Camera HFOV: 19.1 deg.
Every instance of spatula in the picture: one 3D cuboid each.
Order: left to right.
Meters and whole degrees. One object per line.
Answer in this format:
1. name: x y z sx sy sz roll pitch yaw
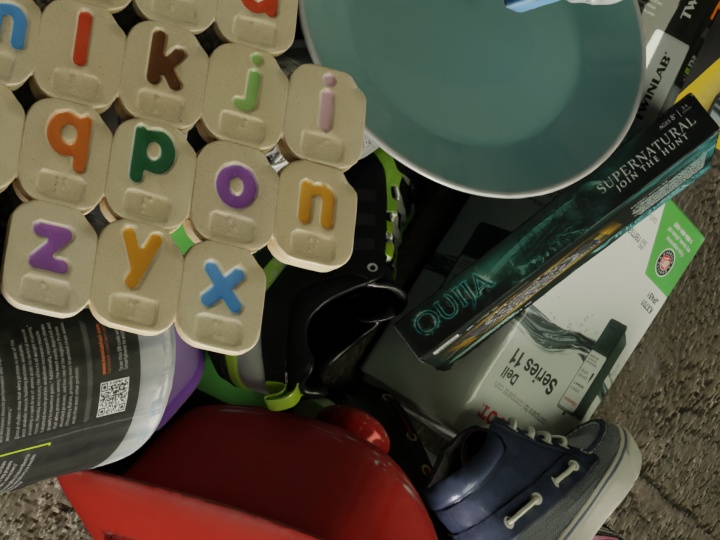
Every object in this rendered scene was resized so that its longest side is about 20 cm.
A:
1. spatula: -0.123 -0.002 1.070 0.057 0.021 0.200 -48 142 -28

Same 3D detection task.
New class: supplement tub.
1. supplement tub: -0.190 0.044 0.941 0.200 0.122 0.123 -12 122 -48
2. supplement tub: 0.152 -0.179 1.211 0.122 0.122 0.200 17 100 -54

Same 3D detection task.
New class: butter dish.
1. butter dish: -0.032 0.138 1.160 0.148 0.199 0.200 -58 145 -29

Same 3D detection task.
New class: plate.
1. plate: 0.056 -0.128 1.111 0.200 0.200 0.026 -37 179 -30

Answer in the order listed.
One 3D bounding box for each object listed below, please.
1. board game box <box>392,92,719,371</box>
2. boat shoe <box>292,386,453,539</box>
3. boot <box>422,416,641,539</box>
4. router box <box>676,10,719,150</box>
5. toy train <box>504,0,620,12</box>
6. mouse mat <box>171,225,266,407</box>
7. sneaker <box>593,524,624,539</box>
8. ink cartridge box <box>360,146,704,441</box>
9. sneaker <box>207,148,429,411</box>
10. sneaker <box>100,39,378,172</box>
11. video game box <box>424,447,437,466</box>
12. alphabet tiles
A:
1. board game box: 0.110 -0.016 1.182 0.200 0.028 0.135 -37 171 2
2. boat shoe: 0.032 0.156 1.239 0.063 0.202 0.074 -13 156 -40
3. boot: 0.103 0.115 1.256 0.090 0.073 0.200 57 28 -8
4. router box: 0.272 -0.133 1.289 0.052 0.157 0.200 -68 -172 -30
5. toy train: 0.106 -0.227 1.100 0.114 0.087 0.201 15 69 -42
6. mouse mat: -0.065 -0.009 1.159 0.161 0.008 0.200 -60 145 -2
7. sneaker: 0.092 0.200 1.296 0.200 0.086 0.081 -30 128 -30
8. ink cartridge box: 0.109 0.021 1.328 0.200 0.083 0.147 -57 144 -3
9. sneaker: 0.000 0.000 1.160 0.200 0.083 0.072 -53 145 -24
10. sneaker: -0.049 -0.069 1.063 0.200 0.082 0.075 -7 116 -45
11. video game box: 0.018 0.240 1.343 0.200 0.047 0.182 -48 136 -17
12. alphabet tiles: -0.093 -0.064 0.960 0.199 0.015 0.196 13 68 -21
